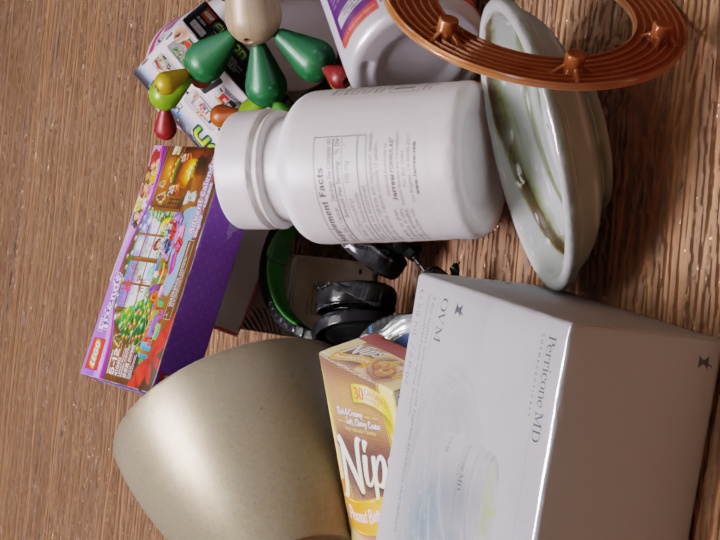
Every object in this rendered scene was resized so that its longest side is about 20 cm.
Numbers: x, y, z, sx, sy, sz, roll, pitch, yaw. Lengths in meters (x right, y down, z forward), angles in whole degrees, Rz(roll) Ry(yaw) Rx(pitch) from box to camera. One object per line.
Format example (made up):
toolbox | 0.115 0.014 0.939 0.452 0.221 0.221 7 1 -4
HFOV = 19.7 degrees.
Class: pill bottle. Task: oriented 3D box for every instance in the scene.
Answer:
pill bottle | -0.001 -0.077 1.523 0.199 0.114 0.115 -1 81 25
pill bottle | -0.105 -0.190 1.846 0.200 0.113 0.114 -10 76 61
pill bottle | 0.020 -0.229 1.615 0.112 0.111 0.201 -59 36 39

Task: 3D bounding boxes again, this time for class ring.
ring | 0.113 -0.172 1.329 0.201 0.199 0.019 -121 33 -49

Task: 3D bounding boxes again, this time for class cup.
cup | -0.076 0.168 1.591 0.201 0.199 0.144 -55 47 42

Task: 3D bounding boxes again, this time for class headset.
headset | 0.000 0.000 1.590 0.199 0.094 0.124 14 85 34

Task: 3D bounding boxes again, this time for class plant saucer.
plant saucer | 0.130 -0.089 1.394 0.200 0.050 0.202 166 90 -83

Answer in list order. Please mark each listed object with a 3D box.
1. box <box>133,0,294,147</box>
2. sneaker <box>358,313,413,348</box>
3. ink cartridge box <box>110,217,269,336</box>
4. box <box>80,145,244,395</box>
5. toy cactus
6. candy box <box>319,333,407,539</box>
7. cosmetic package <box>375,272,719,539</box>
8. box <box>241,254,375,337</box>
box | -0.099 -0.123 1.765 0.200 0.035 0.110 49 146 -5
sneaker | 0.052 0.072 1.526 0.200 0.075 0.078 -36 48 56
ink cartridge box | -0.149 -0.024 1.773 0.200 0.067 0.117 18 87 63
box | -0.151 0.000 1.652 0.137 0.039 0.201 6 78 59
toy cactus | -0.086 -0.164 1.640 0.199 0.102 0.166 6 118 28
candy box | 0.033 0.157 1.493 0.115 0.055 0.202 22 127 59
cosmetic package | 0.116 0.119 1.346 0.200 0.122 0.201 18 100 61
box | -0.068 0.020 1.766 0.200 0.082 0.069 4 87 64
